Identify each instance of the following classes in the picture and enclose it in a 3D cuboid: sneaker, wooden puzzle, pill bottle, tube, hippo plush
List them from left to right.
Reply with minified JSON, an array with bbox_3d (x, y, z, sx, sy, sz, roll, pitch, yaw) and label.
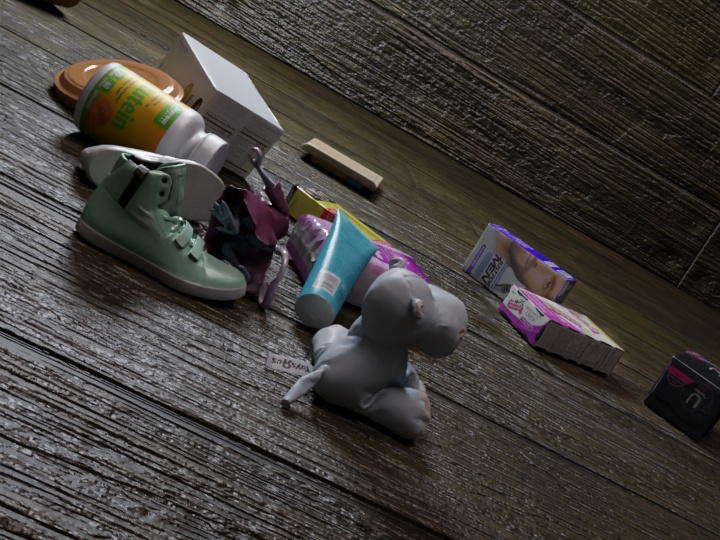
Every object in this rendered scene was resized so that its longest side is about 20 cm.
[{"bbox_3d":[-0.291,-0.196,1.332,0.200,0.111,0.111,32,15,3],"label":"pill bottle"},{"bbox_3d":[-0.270,-0.125,1.241,0.199,0.076,0.088,20,7,-33],"label":"sneaker"},{"bbox_3d":[-0.195,-0.050,1.034,0.200,0.118,0.074,27,14,-19],"label":"sneaker"},{"bbox_3d":[-0.028,-0.005,1.205,0.077,0.050,0.200,49,34,-15],"label":"tube"},{"bbox_3d":[-0.041,-0.231,2.096,0.185,0.037,0.200,31,10,-1],"label":"wooden puzzle"},{"bbox_3d":[0.020,0.063,1.003,0.199,0.161,0.159,23,17,-29],"label":"hippo plush"}]

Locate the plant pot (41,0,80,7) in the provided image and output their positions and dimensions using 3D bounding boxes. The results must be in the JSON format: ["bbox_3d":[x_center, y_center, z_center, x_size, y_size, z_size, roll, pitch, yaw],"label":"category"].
[{"bbox_3d":[-0.685,-0.645,1.933,0.200,0.187,0.186,-8,39,-47],"label":"plant pot"}]

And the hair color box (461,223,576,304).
[{"bbox_3d":[0.309,0.007,1.853,0.200,0.110,0.065,38,17,26],"label":"hair color box"}]

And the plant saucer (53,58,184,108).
[{"bbox_3d":[-0.377,-0.290,1.482,0.199,0.032,0.201,10,29,-5],"label":"plant saucer"}]

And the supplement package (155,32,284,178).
[{"bbox_3d":[-0.249,-0.281,1.605,0.156,0.111,0.200,27,22,-44],"label":"supplement package"}]

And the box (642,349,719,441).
[{"bbox_3d":[0.622,0.227,1.759,0.122,0.106,0.200,37,16,23],"label":"box"}]

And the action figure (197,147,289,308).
[{"bbox_3d":[-0.121,-0.059,1.181,0.149,0.134,0.200,33,18,6],"label":"action figure"}]

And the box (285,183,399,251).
[{"bbox_3d":[-0.034,-0.067,1.536,0.200,0.050,0.075,39,16,27],"label":"box"}]

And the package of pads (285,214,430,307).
[{"bbox_3d":[0.000,0.000,1.339,0.199,0.076,0.121,22,21,-30],"label":"package of pads"}]

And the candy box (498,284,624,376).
[{"bbox_3d":[0.368,0.110,1.730,0.199,0.061,0.136,23,16,-31],"label":"candy box"}]
